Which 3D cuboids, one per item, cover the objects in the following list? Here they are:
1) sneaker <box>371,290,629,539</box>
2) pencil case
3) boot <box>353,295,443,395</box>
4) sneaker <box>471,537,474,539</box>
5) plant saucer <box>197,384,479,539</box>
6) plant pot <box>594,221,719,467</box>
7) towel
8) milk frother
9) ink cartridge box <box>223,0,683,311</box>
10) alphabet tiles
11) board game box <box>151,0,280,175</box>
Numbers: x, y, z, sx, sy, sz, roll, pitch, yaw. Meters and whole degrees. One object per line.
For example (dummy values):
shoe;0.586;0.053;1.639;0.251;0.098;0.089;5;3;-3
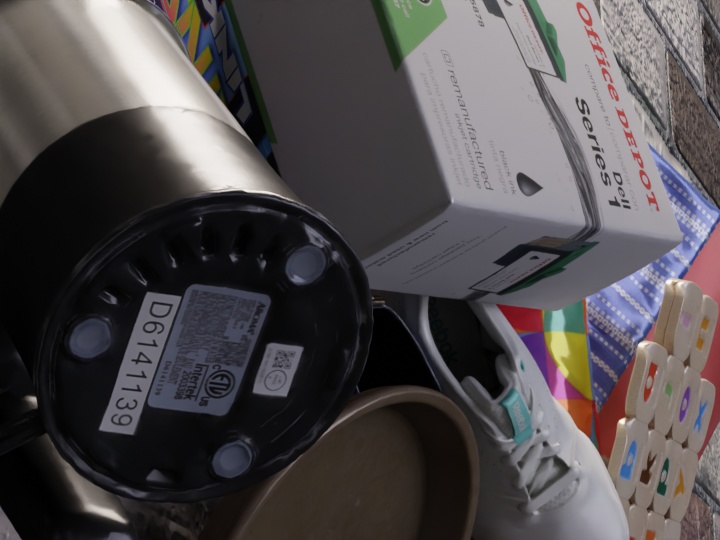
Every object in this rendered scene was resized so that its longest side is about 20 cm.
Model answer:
sneaker;0.067;0.072;1.313;0.200;0.075;0.088;56;-11;-9
pencil case;0.076;0.033;1.418;0.088;0.088;0.200;23;62;-69
boot;-0.001;0.097;1.307;0.075;0.097;0.200;-22;99;-26
sneaker;0.097;0.188;1.535;0.074;0.079;0.200;-34;138;-28
plant saucer;-0.019;0.138;1.228;0.200;0.029;0.200;-33;137;-37
plant pot;0.126;0.063;1.606;0.200;0.200;0.177;64;36;-45
towel;0.106;-0.005;1.502;0.145;0.024;0.200;43;63;-15
milk frother;-0.131;-0.007;0.948;0.200;0.181;0.188;28;13;-34
ink cartridge box;0.046;-0.067;1.252;0.200;0.084;0.146;6;60;-54
alphabet tiles;0.153;0.107;1.461;0.196;0.015;0.200;27;78;-71
board game box;-0.089;-0.091;1.207;0.165;0.057;0.200;-67;145;-59
